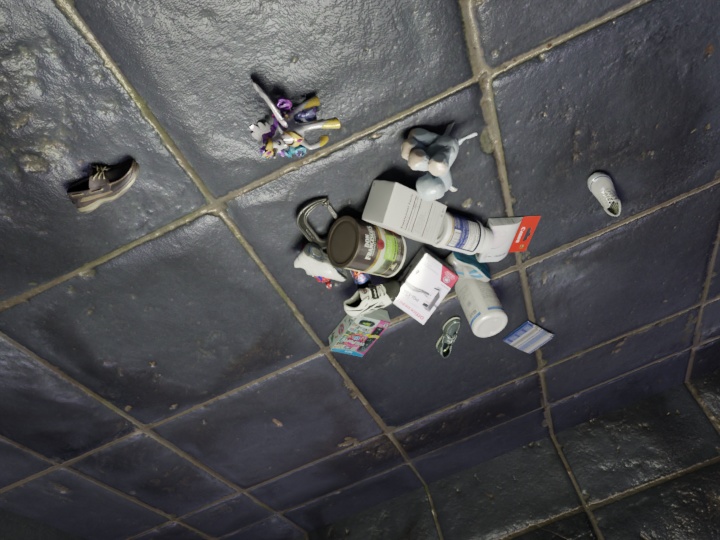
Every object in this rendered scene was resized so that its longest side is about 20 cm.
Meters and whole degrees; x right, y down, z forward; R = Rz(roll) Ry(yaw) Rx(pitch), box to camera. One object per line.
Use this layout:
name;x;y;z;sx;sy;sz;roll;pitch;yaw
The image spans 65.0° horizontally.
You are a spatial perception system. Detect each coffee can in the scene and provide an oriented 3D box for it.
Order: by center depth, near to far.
coffee can;0.018;-0.067;1.660;0.197;0.148;0.147;11;132;-43

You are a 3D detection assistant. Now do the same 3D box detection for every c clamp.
c clamp;-0.092;-0.145;1.647;0.170;0.027;0.200;-41;137;5

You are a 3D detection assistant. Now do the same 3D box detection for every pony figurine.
pony figurine;-0.173;-0.342;1.323;0.197;0.194;0.169;-24;145;-22

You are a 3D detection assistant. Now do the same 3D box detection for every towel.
towel;0.709;0.282;2.383;0.197;0.024;0.147;25;125;-35

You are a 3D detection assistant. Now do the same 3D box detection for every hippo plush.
hippo plush;0.191;-0.284;1.524;0.200;0.157;0.163;-46;153;-32

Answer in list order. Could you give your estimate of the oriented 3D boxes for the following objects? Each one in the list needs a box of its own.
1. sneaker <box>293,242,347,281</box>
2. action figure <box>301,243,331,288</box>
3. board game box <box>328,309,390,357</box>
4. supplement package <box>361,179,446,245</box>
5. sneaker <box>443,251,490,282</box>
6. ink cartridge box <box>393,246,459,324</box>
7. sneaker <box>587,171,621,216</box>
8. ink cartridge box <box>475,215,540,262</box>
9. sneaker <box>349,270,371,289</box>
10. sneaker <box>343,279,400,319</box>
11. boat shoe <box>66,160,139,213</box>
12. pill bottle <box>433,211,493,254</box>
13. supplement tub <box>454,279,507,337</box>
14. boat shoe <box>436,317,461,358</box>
sneaker;-0.118;-0.015;1.701;0.086;0.076;0.198;-32;137;30
action figure;-0.126;-0.009;1.772;0.064;0.052;0.202;-24;140;0
board game box;-0.005;0.217;2.037;0.145;0.065;0.201;16;129;-31
supplement package;0.124;-0.165;1.606;0.197;0.120;0.123;18;91;-33
sneaker;0.365;-0.007;1.930;0.197;0.078;0.081;24;132;-28
ink cartridge box;0.204;0.051;1.844;0.145;0.083;0.202;33;103;-11
sneaker;0.799;-0.245;1.824;0.073;0.072;0.198;-39;134;22
ink cartridge box;0.497;-0.104;1.887;0.194;0.058;0.165;-1;135;-12
sneaker;0.000;0.000;1.799;0.074;0.080;0.202;-22;138;4
sneaker;0.036;0.084;1.790;0.197;0.075;0.089;-30;146;4
boat shoe;-0.625;-0.211;1.365;0.197;0.075;0.074;-29;137;10
pill bottle;0.318;-0.112;1.768;0.196;0.113;0.112;12;131;-29
supplement tub;0.420;0.118;1.976;0.128;0.203;0.134;-9;138;-8
boat shoe;0.352;0.264;2.209;0.071;0.063;0.203;0;135;-19
